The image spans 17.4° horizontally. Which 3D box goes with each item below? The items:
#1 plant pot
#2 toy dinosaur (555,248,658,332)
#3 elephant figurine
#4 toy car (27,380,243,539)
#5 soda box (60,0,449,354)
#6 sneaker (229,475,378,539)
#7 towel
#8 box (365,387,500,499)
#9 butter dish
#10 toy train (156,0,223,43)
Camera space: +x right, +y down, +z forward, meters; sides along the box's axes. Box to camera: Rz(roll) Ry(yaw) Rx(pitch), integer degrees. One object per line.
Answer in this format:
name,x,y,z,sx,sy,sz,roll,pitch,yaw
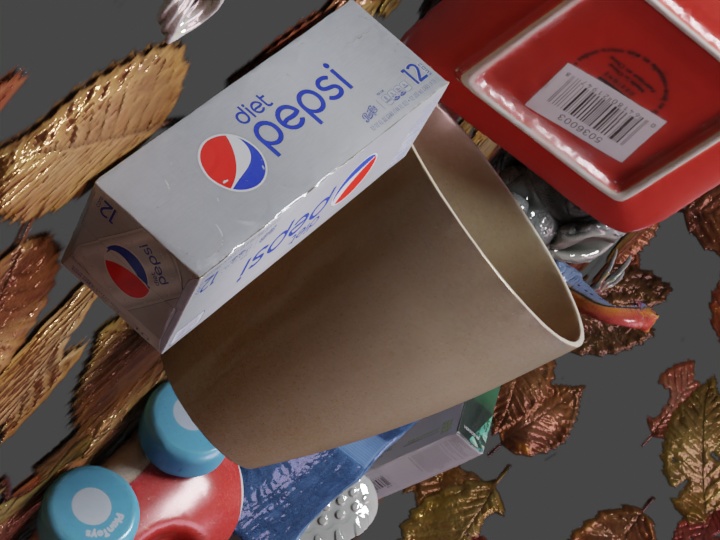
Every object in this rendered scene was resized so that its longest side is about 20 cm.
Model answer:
plant pot,-0.008,0.020,1.327,0.200,0.188,0.187,-35,174,13
toy dinosaur,0.172,0.019,2.030,0.105,0.182,0.200,31,110,-37
elephant figurine,0.155,-0.063,1.921,0.200,0.155,0.142,-42,-148,39
toy car,-0.106,0.207,1.505,0.177,0.200,0.184,-42,170,-32
soda box,-0.047,-0.048,1.112,0.200,0.068,0.064,-41,168,-41
sneaker,-0.086,0.183,1.741,0.199,0.077,0.081,-10,172,-4
towel,-0.022,0.114,1.646,0.200,0.049,0.112,-42,146,-1
box,0.060,0.090,1.939,0.144,0.036,0.200,-27,-147,39
butter dish,0.154,-0.150,1.337,0.199,0.200,0.148,-35,-150,40
toy train,0.006,-0.148,0.981,0.200,0.056,0.150,-38,166,-50
